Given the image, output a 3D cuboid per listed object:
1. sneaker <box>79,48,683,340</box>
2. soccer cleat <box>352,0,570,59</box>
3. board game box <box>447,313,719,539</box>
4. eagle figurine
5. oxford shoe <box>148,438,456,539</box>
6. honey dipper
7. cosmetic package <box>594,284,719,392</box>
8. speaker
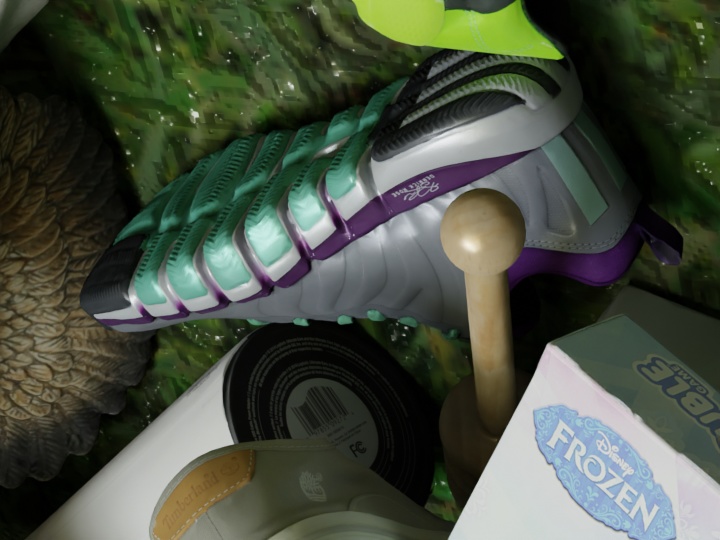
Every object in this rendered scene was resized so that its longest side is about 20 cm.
[{"bbox_3d":[0.000,0.000,0.881,0.199,0.075,0.088,-21,117,42],"label":"sneaker"},{"bbox_3d":[0.047,-0.143,0.757,0.081,0.068,0.201,13,128,-5],"label":"soccer cleat"},{"bbox_3d":[0.092,0.151,0.787,0.200,0.043,0.200,41,125,24],"label":"board game box"},{"bbox_3d":[-0.146,-0.007,0.925,0.151,0.151,0.201,-169,58,-80],"label":"eagle figurine"},{"bbox_3d":[-0.004,0.089,0.861,0.075,0.200,0.058,-44,65,5],"label":"oxford shoe"},{"bbox_3d":[0.039,0.023,0.832,0.038,0.038,0.200,26,160,15],"label":"honey dipper"},{"bbox_3d":[0.149,0.108,0.875,0.199,0.052,0.151,21,134,19],"label":"cosmetic package"},{"bbox_3d":[-0.062,0.097,0.983,0.081,0.081,0.200,45,135,-3],"label":"speaker"}]
